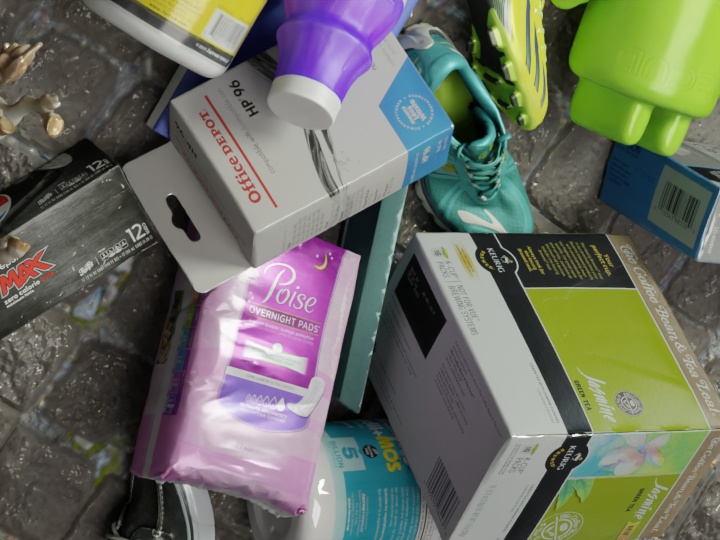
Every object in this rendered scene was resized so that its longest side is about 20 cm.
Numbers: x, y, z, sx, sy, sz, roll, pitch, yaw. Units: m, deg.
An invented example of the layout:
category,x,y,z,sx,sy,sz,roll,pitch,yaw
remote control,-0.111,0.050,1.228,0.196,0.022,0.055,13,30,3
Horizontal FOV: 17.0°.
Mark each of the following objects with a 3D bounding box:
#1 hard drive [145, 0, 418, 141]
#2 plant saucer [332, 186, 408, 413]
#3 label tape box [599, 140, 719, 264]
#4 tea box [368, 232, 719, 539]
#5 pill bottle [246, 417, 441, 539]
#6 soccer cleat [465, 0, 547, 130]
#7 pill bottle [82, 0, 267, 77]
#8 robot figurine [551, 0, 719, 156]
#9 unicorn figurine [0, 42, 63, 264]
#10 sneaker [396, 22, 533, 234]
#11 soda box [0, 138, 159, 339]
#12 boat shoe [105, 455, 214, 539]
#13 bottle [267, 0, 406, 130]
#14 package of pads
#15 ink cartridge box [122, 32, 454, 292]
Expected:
category,x,y,z,sx,sy,sz,roll,pitch,yaw
hard drive,-0.047,-0.160,1.701,0.132,0.025,0.200,27,96,-33
plant saucer,0.000,0.000,1.766,0.019,0.070,0.200,6,107,-24
label tape box,0.308,-0.048,1.864,0.200,0.143,0.066,5,108,-29
tea box,0.133,0.085,1.773,0.197,0.200,0.134,0,136,-27
pill bottle,0.023,0.166,1.821,0.200,0.111,0.111,-2,111,-28
soccer cleat,0.112,-0.194,1.750,0.084,0.065,0.200,-32,122,-21
pill bottle,-0.091,-0.237,1.594,0.112,0.112,0.200,29,95,-34
robot figurine,0.226,-0.190,1.779,0.175,0.116,0.200,12,102,-39
unicorn figurine,-0.268,-0.055,1.580,0.074,0.137,0.200,42,69,-39
sneaker,0.076,-0.087,1.765,0.077,0.080,0.200,-36,123,-11
soda box,-0.244,-0.004,1.638,0.200,0.063,0.071,-33,121,-13
boat shoe,-0.151,0.204,1.767,0.071,0.072,0.200,-17,119,-26
bottle,-0.008,-0.189,1.605,0.065,0.083,0.200,42,58,-42
package of pads,-0.078,0.065,1.700,0.120,0.076,0.200,19,77,-31
ink cartridge box,-0.051,-0.084,1.639,0.200,0.116,0.068,-29,164,-14
